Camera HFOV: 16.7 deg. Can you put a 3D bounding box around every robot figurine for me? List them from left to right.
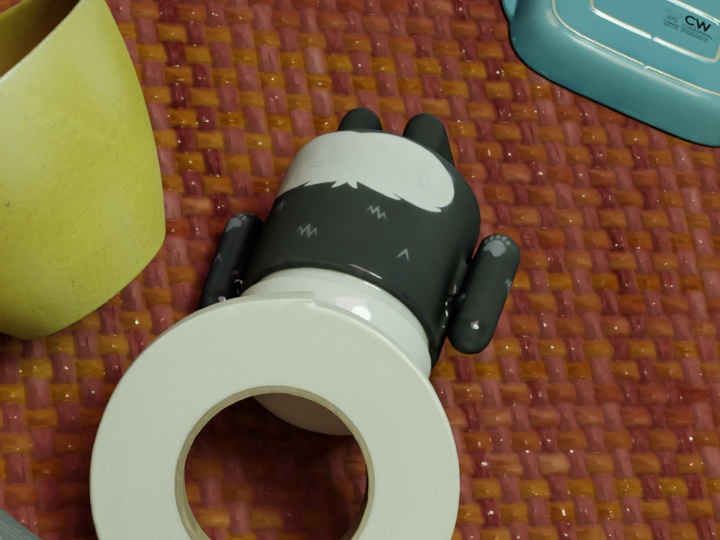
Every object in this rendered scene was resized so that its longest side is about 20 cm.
[{"bbox_3d":[-0.001,0.001,1.426,0.125,0.150,0.200,36,52,-22],"label":"robot figurine"}]

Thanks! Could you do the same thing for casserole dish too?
[{"bbox_3d":[0.192,-0.161,1.645,0.200,0.039,0.121,23,56,-9],"label":"casserole dish"}]

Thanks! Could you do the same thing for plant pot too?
[{"bbox_3d":[-0.189,-0.047,1.354,0.200,0.200,0.142,-48,111,-35],"label":"plant pot"}]

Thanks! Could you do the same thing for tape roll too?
[{"bbox_3d":[-0.046,0.112,1.325,0.202,0.037,0.203,0,95,-1],"label":"tape roll"}]

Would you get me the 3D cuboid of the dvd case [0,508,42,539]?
[{"bbox_3d":[-0.204,0.229,1.272,0.150,0.025,0.200,37,56,2],"label":"dvd case"}]
